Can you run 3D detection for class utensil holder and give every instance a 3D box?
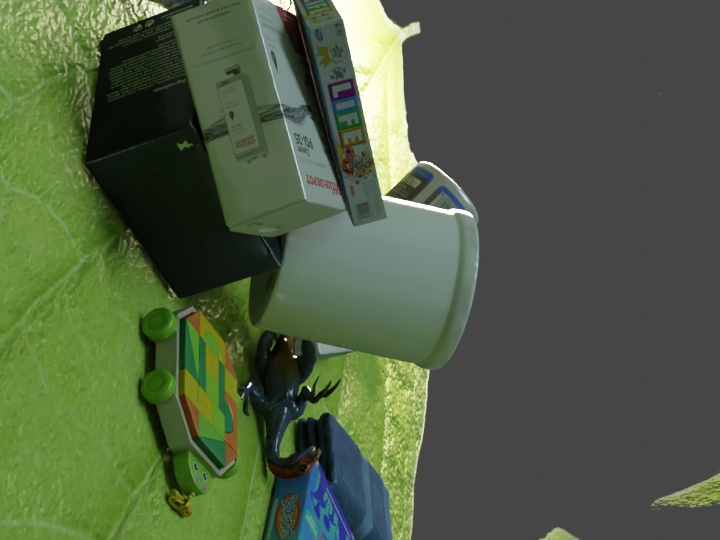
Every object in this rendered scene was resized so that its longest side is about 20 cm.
[{"bbox_3d":[0.000,0.000,1.666,0.170,0.199,0.171,-167,-90,-76],"label":"utensil holder"}]

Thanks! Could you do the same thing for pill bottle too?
[{"bbox_3d":[0.048,-0.034,2.098,0.114,0.200,0.114,44,-9,9],"label":"pill bottle"}]

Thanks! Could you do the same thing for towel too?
[{"bbox_3d":[-0.017,0.255,1.871,0.200,0.048,0.112,58,21,-49],"label":"towel"}]

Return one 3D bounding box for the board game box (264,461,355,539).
[{"bbox_3d":[-0.050,0.312,1.687,0.200,0.045,0.153,-80,151,-59],"label":"board game box"}]

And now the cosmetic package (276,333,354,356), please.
[{"bbox_3d":[-0.061,0.031,1.943,0.200,0.051,0.152,5,71,-75],"label":"cosmetic package"}]

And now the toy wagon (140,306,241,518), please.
[{"bbox_3d":[-0.153,0.134,1.503,0.155,0.039,0.201,57,22,-48],"label":"toy wagon"}]

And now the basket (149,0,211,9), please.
[{"bbox_3d":[-0.169,-0.353,1.726,0.200,0.176,0.140,-29,103,-56],"label":"basket"}]

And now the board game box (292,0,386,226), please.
[{"bbox_3d":[-0.021,-0.160,1.553,0.135,0.034,0.201,-113,-171,-65],"label":"board game box"}]

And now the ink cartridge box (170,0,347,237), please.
[{"bbox_3d":[-0.090,-0.141,1.488,0.146,0.082,0.201,6,68,-75],"label":"ink cartridge box"}]

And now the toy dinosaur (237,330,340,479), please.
[{"bbox_3d":[-0.071,0.131,1.740,0.200,0.104,0.183,52,43,-84],"label":"toy dinosaur"}]

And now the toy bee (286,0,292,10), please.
[{"bbox_3d":[-0.103,-0.242,1.860,0.131,0.108,0.201,109,-34,-54],"label":"toy bee"}]

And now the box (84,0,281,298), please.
[{"bbox_3d":[-0.165,-0.119,1.575,0.201,0.117,0.197,-92,160,-46],"label":"box"}]
